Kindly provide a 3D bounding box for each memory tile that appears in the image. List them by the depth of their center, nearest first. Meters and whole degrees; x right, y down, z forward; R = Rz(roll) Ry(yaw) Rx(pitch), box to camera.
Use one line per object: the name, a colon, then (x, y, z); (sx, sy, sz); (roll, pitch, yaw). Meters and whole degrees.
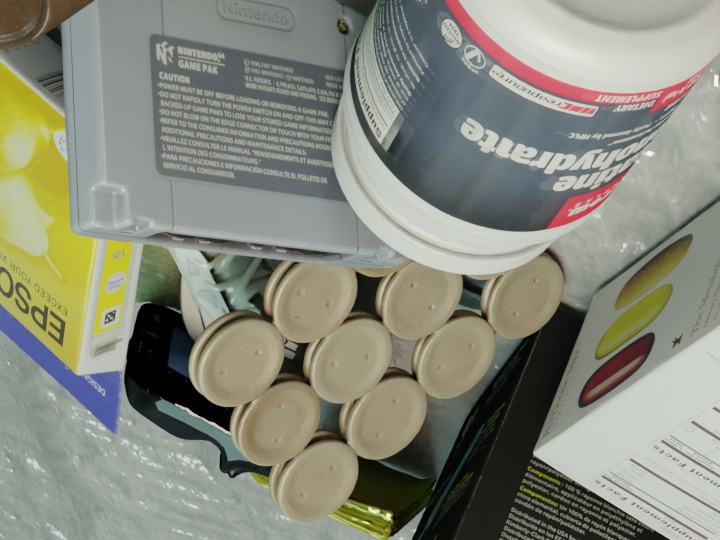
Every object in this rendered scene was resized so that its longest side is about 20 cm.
memory tile: (0.011, 0.027, 1.358); (0.017, 0.200, 0.153); (40, 166, 46)

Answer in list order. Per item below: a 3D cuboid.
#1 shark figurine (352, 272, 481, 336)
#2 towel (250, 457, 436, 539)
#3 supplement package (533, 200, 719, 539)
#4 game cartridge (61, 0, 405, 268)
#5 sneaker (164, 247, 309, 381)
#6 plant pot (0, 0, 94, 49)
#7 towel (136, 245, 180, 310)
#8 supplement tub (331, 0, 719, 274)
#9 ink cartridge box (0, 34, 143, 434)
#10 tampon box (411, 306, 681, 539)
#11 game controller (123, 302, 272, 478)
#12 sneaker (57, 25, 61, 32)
shark figurine: (0.015, -0.004, 1.394); (0.128, 0.090, 0.215); (22, 148, 3)
towel: (-0.006, 0.122, 1.536); (0.086, 0.018, 0.200); (24, -175, 8)
supplement package: (0.192, 0.044, 1.313); (0.109, 0.114, 0.200); (32, 145, -11)
game cartridge: (-0.057, -0.074, 1.231); (0.200, 0.133, 0.042); (7, 161, -45)
sneaker: (-0.054, 0.000, 1.378); (0.115, 0.076, 0.201); (42, 162, 37)
plant pot: (-0.133, -0.197, 1.127); (0.187, 0.200, 0.187); (18, 145, 13)
towel: (-0.154, -0.045, 1.494); (0.200, 0.037, 0.148); (18, 145, 13)
supplement tub: (0.074, -0.098, 1.177); (0.140, 0.140, 0.200); (28, 146, -3)
ink cartridge box: (-0.190, -0.037, 1.394); (0.198, 0.047, 0.200); (38, 130, 32)
tampon box: (0.102, 0.152, 1.442); (0.126, 0.200, 0.150); (27, 148, -3)
game controller: (-0.084, 0.064, 1.475); (0.104, 0.042, 0.200); (38, -173, -9)
sneaker: (-0.164, -0.173, 1.295); (0.200, 0.071, 0.099); (26, 142, -7)
